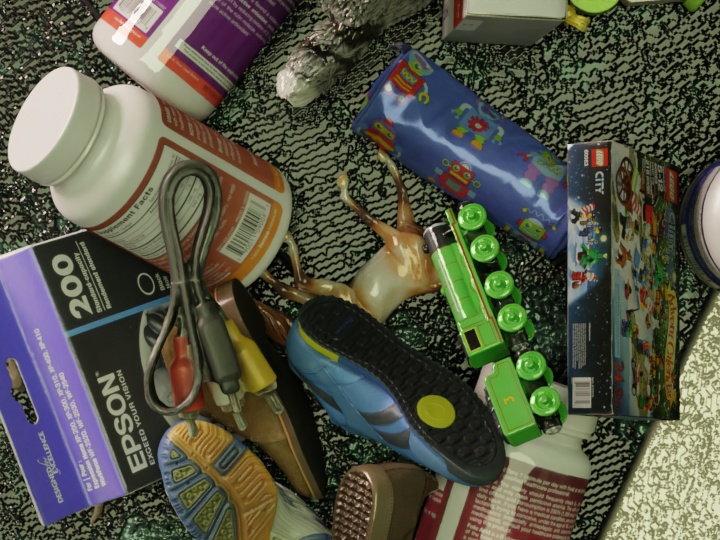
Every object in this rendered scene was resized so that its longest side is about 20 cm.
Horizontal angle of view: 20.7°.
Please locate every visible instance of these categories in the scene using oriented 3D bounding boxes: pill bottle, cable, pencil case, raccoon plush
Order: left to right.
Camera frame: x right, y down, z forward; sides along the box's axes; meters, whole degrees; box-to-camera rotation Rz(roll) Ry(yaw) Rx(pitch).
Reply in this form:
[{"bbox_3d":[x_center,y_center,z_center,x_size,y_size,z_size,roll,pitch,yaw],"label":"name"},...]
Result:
[{"bbox_3d":[-0.157,-0.068,1.469,0.200,0.112,0.112,30,90,-34],"label":"pill bottle"},{"bbox_3d":[-0.124,0.024,1.422,0.097,0.050,0.201,-16,92,-11],"label":"cable"},{"bbox_3d":[-0.106,-0.221,1.513,0.112,0.112,0.200,39,90,1],"label":"pill bottle"},{"bbox_3d":[-0.024,-0.238,1.459,0.200,0.097,0.134,-41,71,3],"label":"raccoon plush"},{"bbox_3d":[0.091,-0.093,1.528,0.200,0.078,0.087,34,50,2],"label":"pencil case"},{"bbox_3d":[0.109,0.178,1.505,0.114,0.114,0.201,18,90,1],"label":"pill bottle"},{"bbox_3d":[0.308,-0.036,1.462,0.119,0.200,0.120,0,90,0],"label":"pill bottle"}]

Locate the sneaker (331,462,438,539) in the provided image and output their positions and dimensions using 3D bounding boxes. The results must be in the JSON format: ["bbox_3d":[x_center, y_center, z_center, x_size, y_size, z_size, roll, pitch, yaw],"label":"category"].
[{"bbox_3d":[0.011,0.237,1.458,0.075,0.070,0.201,1,113,-36],"label":"sneaker"}]

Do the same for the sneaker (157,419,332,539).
[{"bbox_3d":[-0.086,0.184,1.499,0.075,0.088,0.200,-44,111,-4],"label":"sneaker"}]

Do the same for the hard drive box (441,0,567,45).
[{"bbox_3d":[0.111,-0.279,1.488,0.076,0.156,0.201,2,89,-4],"label":"hard drive box"}]

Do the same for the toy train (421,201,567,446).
[{"bbox_3d":[0.097,0.038,1.464,0.056,0.042,0.200,-24,63,6],"label":"toy train"}]

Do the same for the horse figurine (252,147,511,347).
[{"bbox_3d":[0.000,0.000,1.540,0.200,0.050,0.133,-39,87,-2],"label":"horse figurine"}]

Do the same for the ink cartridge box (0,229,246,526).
[{"bbox_3d":[-0.193,0.067,1.478,0.043,0.200,0.199,-22,89,39],"label":"ink cartridge box"}]

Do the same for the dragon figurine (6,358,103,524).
[{"bbox_3d":[-0.234,0.090,1.533,0.059,0.099,0.200,-30,103,8],"label":"dragon figurine"}]

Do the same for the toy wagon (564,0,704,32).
[{"bbox_3d":[0.219,-0.272,1.547,0.155,0.040,0.200,41,91,1],"label":"toy wagon"}]

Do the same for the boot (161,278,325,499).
[{"bbox_3d":[-0.086,0.100,1.511,0.075,0.074,0.200,-23,117,10],"label":"boot"}]

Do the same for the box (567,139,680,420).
[{"bbox_3d":[0.200,0.011,1.487,0.038,0.136,0.201,-3,84,30],"label":"box"}]

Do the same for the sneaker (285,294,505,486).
[{"bbox_3d":[0.024,0.103,1.477,0.200,0.079,0.066,38,47,20],"label":"sneaker"}]
